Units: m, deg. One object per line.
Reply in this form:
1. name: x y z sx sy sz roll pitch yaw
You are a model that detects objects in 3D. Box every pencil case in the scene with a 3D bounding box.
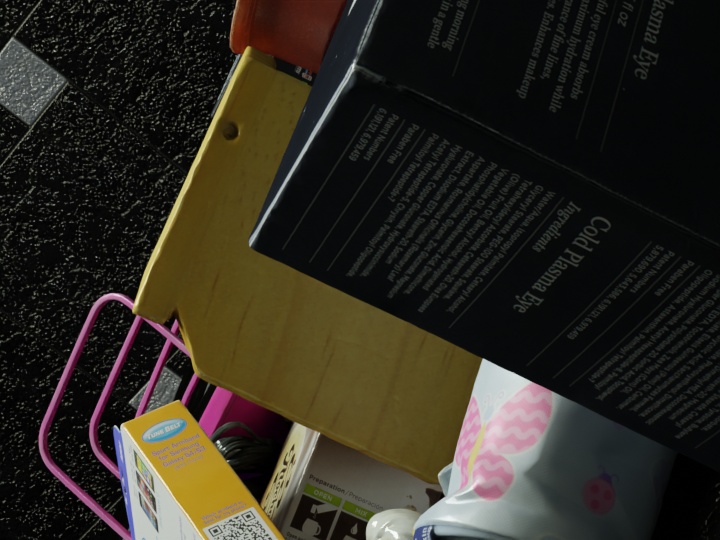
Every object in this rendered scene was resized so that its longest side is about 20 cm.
1. pencil case: 0.086 0.029 0.622 0.201 0.083 0.091 -68 9 -22

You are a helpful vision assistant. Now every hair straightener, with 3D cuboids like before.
1. hair straightener: -0.059 0.119 1.026 0.199 0.041 0.078 12 -91 -55

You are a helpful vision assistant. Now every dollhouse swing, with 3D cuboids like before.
1. dollhouse swing: 0.000 0.000 0.850 0.183 0.199 0.176 -67 9 -12

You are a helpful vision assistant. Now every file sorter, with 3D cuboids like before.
1. file sorter: -0.089 0.089 1.106 0.199 0.125 0.140 -3 -55 -56

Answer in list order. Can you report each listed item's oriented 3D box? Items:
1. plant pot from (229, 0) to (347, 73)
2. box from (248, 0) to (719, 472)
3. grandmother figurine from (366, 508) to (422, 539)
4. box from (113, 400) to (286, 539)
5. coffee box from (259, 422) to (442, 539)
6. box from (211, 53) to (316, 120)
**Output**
1. plant pot: 0.065 -0.158 0.860 0.202 0.194 0.201 -63 -2 -4
2. box: 0.088 -0.067 0.538 0.104 0.181 0.201 -55 12 55
3. grandmother figurine: 0.015 0.175 0.737 0.200 0.060 0.122 -80 12 -60
4. box: -0.070 0.159 0.869 0.200 0.041 0.120 49 150 42
5. coffee box: 0.005 0.098 0.961 0.113 0.079 0.201 141 152 -73
6. box: 0.021 -0.136 1.146 0.050 0.197 0.201 -54 14 48
